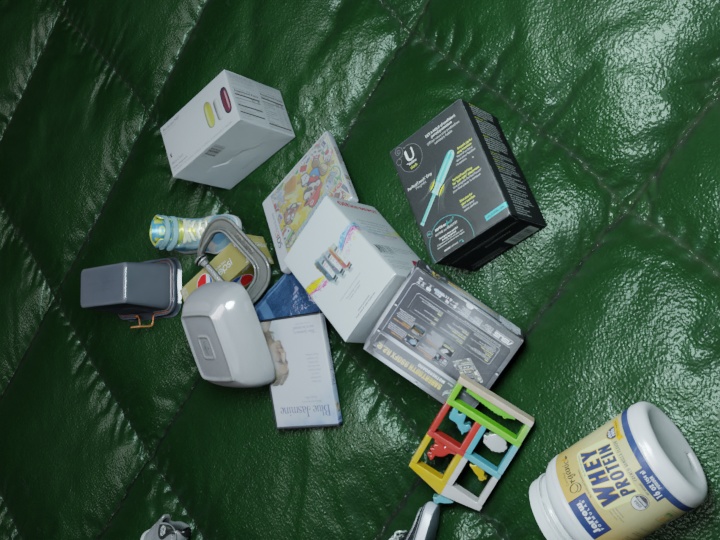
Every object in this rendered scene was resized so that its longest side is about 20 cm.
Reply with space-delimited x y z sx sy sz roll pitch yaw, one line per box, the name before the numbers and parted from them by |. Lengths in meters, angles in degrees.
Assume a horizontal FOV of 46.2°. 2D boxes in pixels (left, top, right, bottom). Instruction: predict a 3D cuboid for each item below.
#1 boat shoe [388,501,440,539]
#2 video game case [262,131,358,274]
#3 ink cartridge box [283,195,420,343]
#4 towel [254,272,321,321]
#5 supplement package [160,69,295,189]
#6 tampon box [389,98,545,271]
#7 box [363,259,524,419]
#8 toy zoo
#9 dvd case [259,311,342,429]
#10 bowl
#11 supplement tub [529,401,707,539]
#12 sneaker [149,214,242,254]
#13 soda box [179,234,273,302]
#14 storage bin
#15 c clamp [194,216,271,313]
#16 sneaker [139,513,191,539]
boat shoe | 0.071 0.453 1.346 0.067 0.073 0.203 22 108 22
video game case | -0.096 -0.124 1.531 0.200 0.023 0.184 -44 45 25
ink cartridge box | 0.000 0.000 1.400 0.146 0.144 0.201 -52 58 20
towel | -0.147 0.086 1.564 0.200 0.048 0.113 -44 63 26
supplement package | -0.256 -0.264 1.616 0.198 0.154 0.113 -33 66 30
tampon box | 0.163 -0.127 1.300 0.149 0.125 0.203 -32 66 29
box | 0.127 0.106 1.292 0.198 0.048 0.160 33 109 0
toy zoo | 0.161 0.275 1.289 0.130 0.020 0.203 31 107 7
dvd case | -0.110 0.182 1.513 0.140 0.017 0.205 -9 92 30
bowl | -0.254 0.126 1.545 0.198 0.074 0.204 -4 105 52
supplement tub | 0.336 0.285 1.116 0.200 0.143 0.146 -42 63 26
sneaker | -0.339 -0.075 1.676 0.197 0.129 0.082 -10 78 35
soda box | -0.263 0.014 1.648 0.199 0.067 0.065 -38 65 28
storage bin | -0.492 0.046 1.779 0.197 0.133 0.149 -7 81 37
c clamp | -0.246 0.009 1.577 0.171 0.027 0.201 -46 74 26
sneaker | -0.363 0.571 1.666 0.116 0.074 0.201 -51 58 19
